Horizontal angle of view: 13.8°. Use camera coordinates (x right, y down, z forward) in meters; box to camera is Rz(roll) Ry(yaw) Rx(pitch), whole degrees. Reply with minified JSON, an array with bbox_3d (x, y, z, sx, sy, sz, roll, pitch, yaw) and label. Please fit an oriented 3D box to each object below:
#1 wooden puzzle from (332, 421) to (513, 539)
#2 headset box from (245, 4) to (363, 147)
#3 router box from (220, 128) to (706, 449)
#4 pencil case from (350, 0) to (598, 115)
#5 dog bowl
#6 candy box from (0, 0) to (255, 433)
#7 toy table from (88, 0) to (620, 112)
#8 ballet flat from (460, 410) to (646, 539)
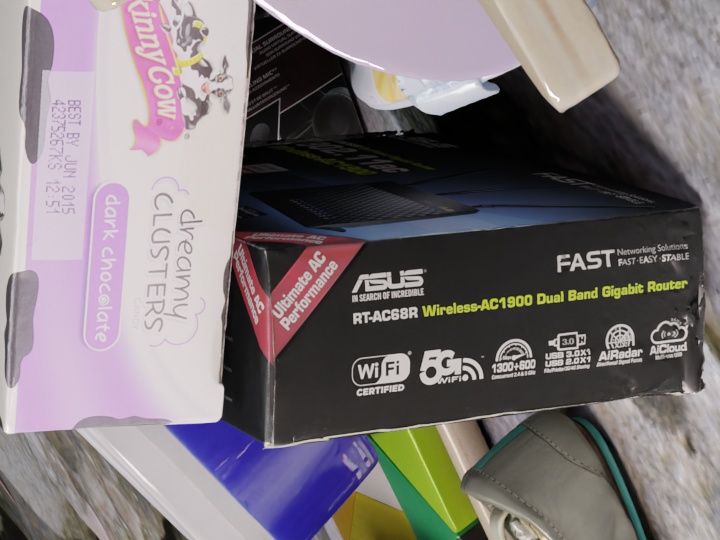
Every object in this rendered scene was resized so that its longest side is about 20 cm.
[{"bbox_3d":[0.009,0.077,1.295,0.200,0.037,0.186,24,143,62],"label":"wooden puzzle"},{"bbox_3d":[-0.082,-0.112,1.152,0.149,0.077,0.201,35,151,50],"label":"headset box"},{"bbox_3d":[0.000,0.000,0.975,0.200,0.149,0.063,-158,66,-63],"label":"router box"},{"bbox_3d":[-0.002,-0.146,0.849,0.091,0.083,0.201,-87,-27,-66],"label":"pencil case"},{"bbox_3d":[-0.088,0.037,1.220,0.200,0.079,0.200,43,173,7],"label":"dog bowl"},{"bbox_3d":[-0.101,-0.065,0.922,0.200,0.071,0.169,-139,51,-59],"label":"candy box"},{"bbox_3d":[0.004,-0.130,0.747,0.200,0.184,0.117,45,-176,-18],"label":"toy table"},{"bbox_3d":[0.099,0.148,1.120,0.201,0.064,0.067,61,163,-9],"label":"ballet flat"}]
